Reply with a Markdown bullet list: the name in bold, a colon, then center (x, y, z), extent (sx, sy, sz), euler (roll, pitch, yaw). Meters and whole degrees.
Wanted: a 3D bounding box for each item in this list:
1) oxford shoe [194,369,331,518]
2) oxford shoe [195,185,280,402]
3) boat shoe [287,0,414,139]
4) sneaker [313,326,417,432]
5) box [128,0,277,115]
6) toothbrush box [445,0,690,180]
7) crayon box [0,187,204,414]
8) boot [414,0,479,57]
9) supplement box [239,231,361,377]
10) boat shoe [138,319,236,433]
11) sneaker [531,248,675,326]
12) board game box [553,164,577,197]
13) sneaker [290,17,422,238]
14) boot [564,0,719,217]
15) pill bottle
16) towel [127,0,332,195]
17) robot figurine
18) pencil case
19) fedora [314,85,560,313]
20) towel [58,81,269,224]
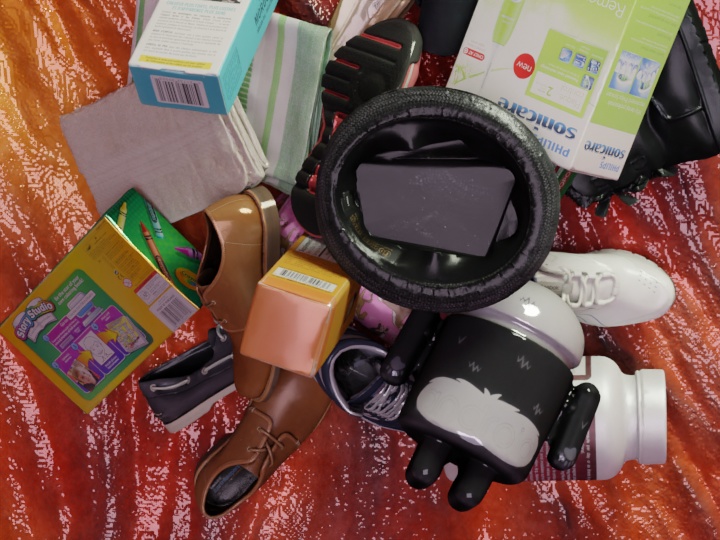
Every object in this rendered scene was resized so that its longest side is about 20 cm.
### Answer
- **oxford shoe**: center (-0.084, 0.155, 1.688), extent (0.071, 0.071, 0.200), euler (33, 106, -13)
- **oxford shoe**: center (-0.111, 0.026, 1.585), extent (0.071, 0.071, 0.201), euler (-14, 115, -26)
- **boat shoe**: center (-0.005, -0.178, 1.598), extent (0.069, 0.074, 0.200), euler (25, 106, 5)
- **sneaker**: center (0.019, 0.105, 1.618), extent (0.200, 0.108, 0.070), euler (36, 89, -34)
- **box**: center (-0.122, -0.223, 1.535), extent (0.082, 0.200, 0.049), euler (9, 143, 16)
- **toothbrush box**: center (0.173, -0.195, 1.492), extent (0.145, 0.086, 0.201), euler (29, 104, 35)
- **crayon box**: center (-0.230, 0.031, 1.653), extent (0.119, 0.058, 0.200), euler (44, 127, -6)
- **boot**: center (0.106, -0.294, 1.545), extent (0.076, 0.200, 0.168), euler (23, 142, 19)
- **supplement box**: center (-0.042, 0.024, 1.500), extent (0.069, 0.200, 0.067), euler (18, 105, 7)
- **boat shoe**: center (-0.123, 0.073, 1.681), extent (0.200, 0.073, 0.063), euler (-38, 101, 19)
- **sneaker**: center (0.183, 0.015, 1.621), extent (0.199, 0.087, 0.075), euler (7, 99, 3)
- **board game box**: center (0.161, -0.161, 1.567), extent (0.135, 0.029, 0.200), euler (42, 110, 31)
- **sneaker**: center (0.005, -0.124, 1.567), extent (0.074, 0.087, 0.201), euler (29, 104, 26)
- **boot**: center (0.231, -0.159, 1.581), extent (0.162, 0.073, 0.199), euler (-19, 97, 19)
- **pill bottle**: center (0.175, 0.135, 1.641), extent (0.199, 0.113, 0.113), euler (-1, 105, 7)
- **towel**: center (-0.122, -0.162, 1.599), extent (0.200, 0.023, 0.153), euler (19, 112, 26)
- **robot figurine**: center (0.109, 0.103, 1.537), extent (0.150, 0.125, 0.200), euler (37, 74, -36)
- **pencil case**: center (0.000, 0.000, 1.638), extent (0.200, 0.087, 0.083), euler (35, 86, -3)
- **fedora**: center (0.066, -0.061, 1.487), extent (0.200, 0.092, 0.201), euler (1, 98, 10)
- **towel**: center (-0.175, -0.109, 1.612), extent (0.200, 0.034, 0.133), euler (-19, 97, 37)
